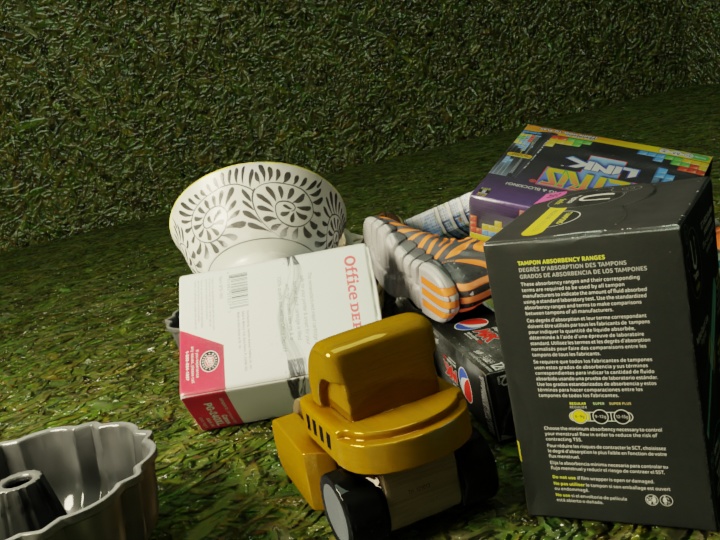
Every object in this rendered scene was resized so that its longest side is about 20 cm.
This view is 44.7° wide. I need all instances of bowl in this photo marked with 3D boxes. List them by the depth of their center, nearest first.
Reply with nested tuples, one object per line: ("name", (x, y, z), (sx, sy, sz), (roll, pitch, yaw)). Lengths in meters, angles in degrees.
("bowl", (-0.109, -0.018, 0.967), (0.200, 0.201, 0.094), (-11, 53, 2))

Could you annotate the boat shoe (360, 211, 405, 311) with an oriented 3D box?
("boat shoe", (0.000, 0.000, 1.015), (0.072, 0.068, 0.200), (-39, 23, 49))

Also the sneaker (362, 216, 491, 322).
("sneaker", (0.086, -0.012, 0.931), (0.112, 0.078, 0.200), (-18, 34, -22))

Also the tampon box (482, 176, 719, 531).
("tampon box", (0.181, 0.051, 0.612), (0.126, 0.200, 0.150), (-4, 14, 29))

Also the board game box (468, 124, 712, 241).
("board game box", (0.232, -0.074, 0.881), (0.200, 0.057, 0.165), (15, 39, 25))

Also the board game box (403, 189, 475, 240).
("board game box", (0.145, -0.041, 1.159), (0.200, 0.062, 0.200), (-24, -17, 31))

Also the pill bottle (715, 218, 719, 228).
("pill bottle", (0.279, -0.034, 0.962), (0.200, 0.111, 0.111), (24, 32, 33))

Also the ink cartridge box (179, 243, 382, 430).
("ink cartridge box", (-0.075, 0.066, 0.883), (0.200, 0.083, 0.145), (-10, 54, 2))

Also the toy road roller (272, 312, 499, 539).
("toy road roller", (0.008, 0.102, 0.662), (0.123, 0.146, 0.200), (-15, 14, -19))

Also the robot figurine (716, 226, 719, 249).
("robot figurine", (0.360, 0.019, 0.784), (0.116, 0.144, 0.200), (8, 14, 2))

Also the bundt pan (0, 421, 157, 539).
("bundt pan", (-0.239, 0.186, 0.637), (0.201, 0.076, 0.202), (-11, 14, 3))

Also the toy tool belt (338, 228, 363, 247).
("toy tool belt", (-0.089, -0.007, 1.268), (0.200, 0.125, 0.123), (-3, 7, 35))

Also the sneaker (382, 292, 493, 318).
("sneaker", (0.067, 0.029, 1.015), (0.200, 0.082, 0.075), (5, 57, 51))

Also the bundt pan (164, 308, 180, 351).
("bundt pan", (-0.129, 0.073, 1.055), (0.201, 0.076, 0.202), (-10, 14, 3))

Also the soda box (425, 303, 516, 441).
("soda box", (0.119, 0.088, 0.813), (0.071, 0.063, 0.200), (-13, 13, -9))

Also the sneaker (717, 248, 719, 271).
("sneaker", (0.273, 0.000, 0.699), (0.200, 0.094, 0.070), (-20, -36, 34))

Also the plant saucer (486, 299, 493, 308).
("plant saucer", (0.206, 0.014, 1.087), (0.199, 0.048, 0.200), (-12, 13, -4))
